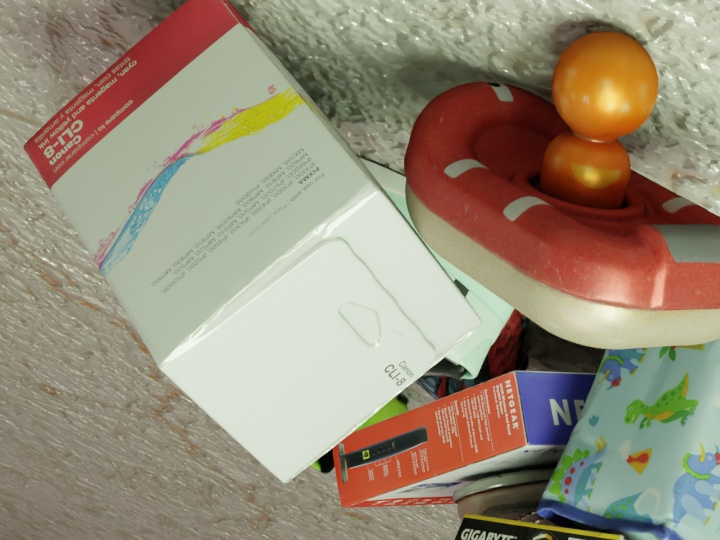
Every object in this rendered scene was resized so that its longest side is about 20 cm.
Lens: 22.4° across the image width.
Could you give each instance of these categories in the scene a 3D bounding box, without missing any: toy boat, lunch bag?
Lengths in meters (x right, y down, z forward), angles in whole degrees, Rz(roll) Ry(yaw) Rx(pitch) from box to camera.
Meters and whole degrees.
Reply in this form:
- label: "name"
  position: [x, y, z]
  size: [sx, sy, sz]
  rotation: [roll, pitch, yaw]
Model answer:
- label: "toy boat"
  position: [0.109, -0.053, 0.889]
  size: [0.130, 0.132, 0.200]
  rotation: [-1, -157, -34]
- label: "lunch bag"
  position: [0.222, 0.119, 1.113]
  size: [0.127, 0.171, 0.200]
  rotation: [7, 157, 49]

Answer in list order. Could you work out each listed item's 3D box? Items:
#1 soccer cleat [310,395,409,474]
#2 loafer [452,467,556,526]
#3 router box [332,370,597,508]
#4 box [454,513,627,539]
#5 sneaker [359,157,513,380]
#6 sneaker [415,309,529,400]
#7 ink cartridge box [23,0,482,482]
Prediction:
- label: "soccer cleat"
  position: [-0.046, 0.127, 1.567]
  size: [0.199, 0.082, 0.068]
  rotation: [7, 155, 38]
- label: "loafer"
  position: [0.154, 0.165, 1.209]
  size: [0.199, 0.063, 0.072]
  rotation: [1, 161, -32]
- label: "router box"
  position: [0.112, 0.116, 1.224]
  size: [0.199, 0.049, 0.179]
  rotation: [5, 160, -41]
- label: "box"
  position: [0.169, 0.217, 1.106]
  size: [0.199, 0.050, 0.159]
  rotation: [33, 160, -25]
- label: "sneaker"
  position: [0.000, 0.000, 1.134]
  size: [0.199, 0.119, 0.074]
  rotation: [18, 162, 18]
- label: "sneaker"
  position: [0.062, 0.056, 1.269]
  size: [0.095, 0.080, 0.200]
  rotation: [21, 160, 13]
- label: "ink cartridge box"
  position: [-0.059, -0.020, 0.988]
  size: [0.200, 0.144, 0.145]
  rotation: [52, -178, 41]
